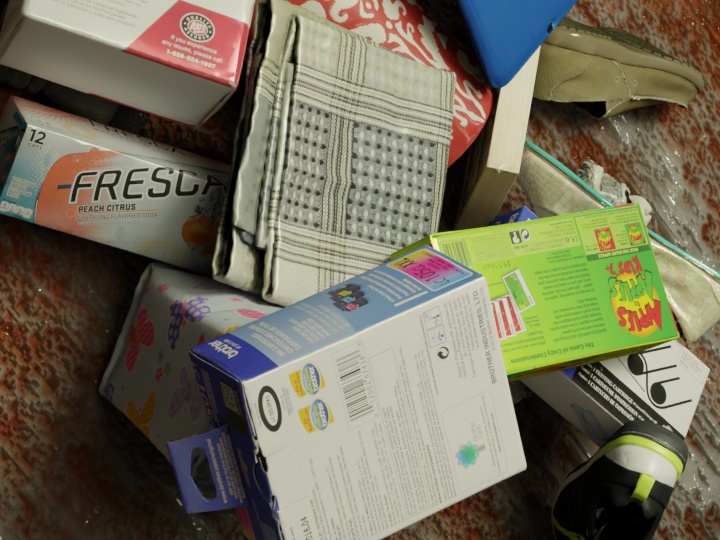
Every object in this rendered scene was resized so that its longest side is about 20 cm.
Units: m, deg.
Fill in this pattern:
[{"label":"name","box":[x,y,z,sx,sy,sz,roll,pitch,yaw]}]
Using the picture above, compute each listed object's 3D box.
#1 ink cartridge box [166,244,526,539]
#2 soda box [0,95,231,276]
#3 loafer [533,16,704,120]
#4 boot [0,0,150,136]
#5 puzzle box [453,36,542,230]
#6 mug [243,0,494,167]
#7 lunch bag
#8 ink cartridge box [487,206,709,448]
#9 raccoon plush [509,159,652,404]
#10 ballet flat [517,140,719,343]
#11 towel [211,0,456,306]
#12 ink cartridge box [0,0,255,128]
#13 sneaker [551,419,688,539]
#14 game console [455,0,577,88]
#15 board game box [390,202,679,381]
[{"label":"ink cartridge box","box":[-0.013,0.088,1.240,0.199,0.076,0.137,-24,114,-23]},{"label":"soda box","box":[-0.143,-0.049,1.374,0.199,0.068,0.064,16,105,-24]},{"label":"loafer","box":[0.197,-0.157,1.683,0.200,0.076,0.068,11,109,-42]},{"label":"boot","box":[-0.180,-0.195,1.415,0.131,0.070,0.201,28,59,-22]},{"label":"puzzle box","box":[0.109,-0.139,1.574,0.025,0.133,0.201,13,68,-4]},{"label":"mug","box":[0.002,-0.178,1.506,0.200,0.133,0.178,41,60,-25]},{"label":"lunch bag","box":[-0.043,0.089,1.367,0.199,0.169,0.128,14,101,-33]},{"label":"ink cartridge box","box":[0.159,0.054,1.514,0.200,0.044,0.094,39,55,-20]},{"label":"raccoon plush","box":[0.154,0.003,1.602,0.200,0.097,0.134,-28,89,-37]},{"label":"ballet flat","box":[0.181,-0.018,1.552,0.200,0.067,0.062,35,88,8]},{"label":"towel","box":[-0.009,-0.064,1.383,0.200,0.034,0.193,16,81,-47]},{"label":"ink cartridge box","box":[-0.140,-0.213,1.363,0.147,0.086,0.201,18,65,-17]},{"label":"sneaker","box":[0.174,0.180,1.515,0.071,0.200,0.083,23,56,5]},{"label":"game console","box":[0.089,-0.263,1.499,0.170,0.118,0.200,34,61,12]},{"label":"board game box","box":[0.122,0.018,1.438,0.199,0.048,0.102,-9,80,-38]}]
